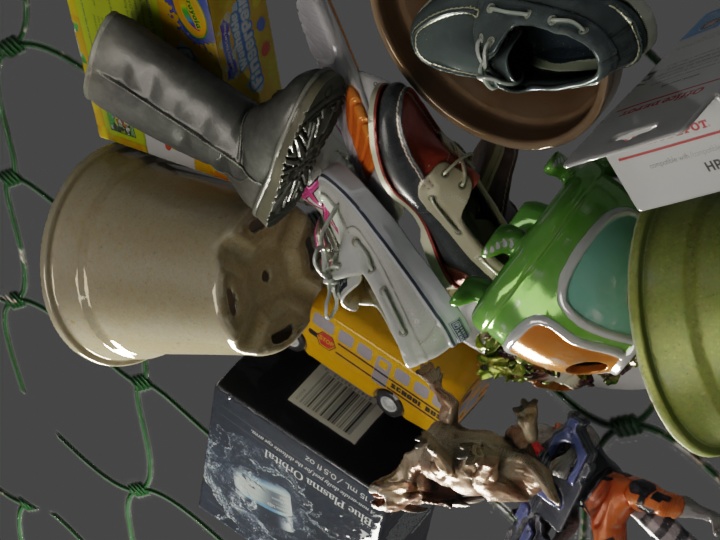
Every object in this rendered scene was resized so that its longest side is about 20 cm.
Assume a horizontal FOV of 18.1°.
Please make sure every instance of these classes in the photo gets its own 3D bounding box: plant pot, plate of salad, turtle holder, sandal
[{"bbox_3d":[0.111,-0.194,1.606,0.200,0.093,0.202,26,140,24],"label":"plant pot"},{"bbox_3d":[0.157,0.065,1.783,0.199,0.048,0.200,15,161,5],"label":"plate of salad"},{"bbox_3d":[0.166,-0.006,1.641,0.131,0.186,0.141,37,134,5],"label":"turtle holder"},{"bbox_3d":[0.010,-0.143,1.782,0.079,0.059,0.208,163,87,-77],"label":"sandal"},{"bbox_3d":[-0.140,-0.005,1.935,0.183,0.200,0.201,9,130,41],"label":"plant pot"},{"bbox_3d":[0.312,0.020,1.556,0.183,0.201,0.201,-9,119,35],"label":"plant pot"}]

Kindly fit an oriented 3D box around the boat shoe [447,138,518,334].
[{"bbox_3d":[0.109,-0.025,1.804,0.072,0.072,0.201,10,127,-2],"label":"boat shoe"}]

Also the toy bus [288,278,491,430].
[{"bbox_3d":[0.015,0.062,1.966,0.200,0.065,0.078,33,142,16],"label":"toy bus"}]

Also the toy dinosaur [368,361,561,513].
[{"bbox_3d":[0.100,0.162,1.860,0.199,0.086,0.136,14,144,33],"label":"toy dinosaur"}]

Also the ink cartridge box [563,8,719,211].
[{"bbox_3d":[0.234,-0.106,1.480,0.116,0.200,0.067,-15,114,50],"label":"ink cartridge box"}]

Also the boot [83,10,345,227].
[{"bbox_3d":[-0.120,-0.144,1.788,0.200,0.072,0.182,42,135,13],"label":"boot"}]

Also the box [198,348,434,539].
[{"bbox_3d":[-0.034,0.180,2.084,0.196,0.117,0.201,32,143,17],"label":"box"}]

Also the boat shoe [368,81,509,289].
[{"bbox_3d":[0.064,-0.062,1.688,0.062,0.071,0.200,-1,134,32],"label":"boat shoe"}]

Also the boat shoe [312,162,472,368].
[{"bbox_3d":[0.002,0.003,1.756,0.202,0.086,0.075,54,176,33],"label":"boat shoe"}]

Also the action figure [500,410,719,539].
[{"bbox_3d":[0.191,0.208,1.910,0.193,0.104,0.200,41,126,15],"label":"action figure"}]

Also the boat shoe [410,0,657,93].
[{"bbox_3d":[0.103,-0.155,1.523,0.199,0.062,0.073,4,128,41],"label":"boat shoe"}]

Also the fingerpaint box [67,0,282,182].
[{"bbox_3d":[-0.154,-0.189,1.885,0.166,0.073,0.201,19,137,32],"label":"fingerpaint box"}]

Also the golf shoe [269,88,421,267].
[{"bbox_3d":[-0.012,-0.071,1.866,0.092,0.073,0.200,2,135,38],"label":"golf shoe"}]
